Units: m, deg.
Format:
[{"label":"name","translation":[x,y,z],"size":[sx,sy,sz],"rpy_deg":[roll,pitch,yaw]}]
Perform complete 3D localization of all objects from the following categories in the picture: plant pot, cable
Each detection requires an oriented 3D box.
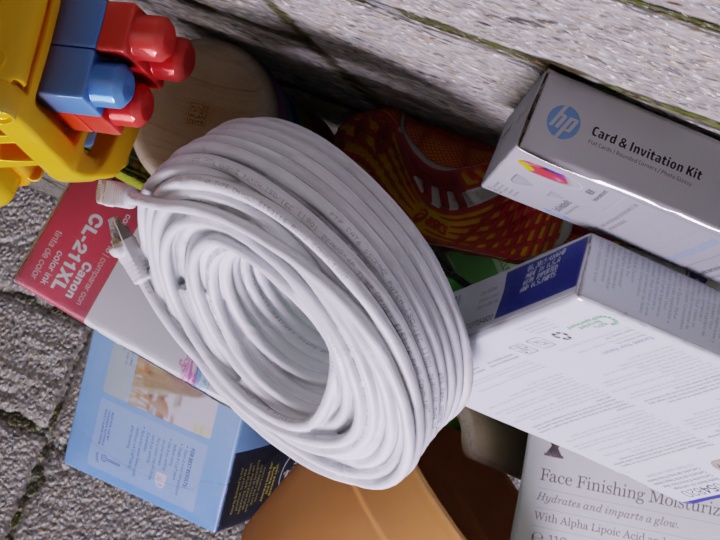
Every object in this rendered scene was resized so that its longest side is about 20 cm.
[{"label":"plant pot","translation":[0.020,0.178,1.570],"size":[0.200,0.140,0.200],"rpy_deg":[49,-167,-15]},{"label":"cable","translation":[-0.030,0.017,1.278],"size":[0.200,0.069,0.201],"rpy_deg":[-5,119,56]}]

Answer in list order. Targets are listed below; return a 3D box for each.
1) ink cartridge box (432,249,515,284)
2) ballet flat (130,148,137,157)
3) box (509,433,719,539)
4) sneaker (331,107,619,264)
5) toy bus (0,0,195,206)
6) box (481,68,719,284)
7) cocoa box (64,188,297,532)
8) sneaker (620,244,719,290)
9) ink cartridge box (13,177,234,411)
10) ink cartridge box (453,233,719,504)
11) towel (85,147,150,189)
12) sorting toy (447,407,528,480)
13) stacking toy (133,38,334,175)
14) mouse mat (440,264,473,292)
[{"label":"ink cartridge box","translation":[0.084,0.020,1.407],"size":[0.200,0.048,0.146],"rpy_deg":[42,167,41]},{"label":"ballet flat","translation":[-0.110,-0.090,1.533],"size":[0.073,0.073,0.200],"rpy_deg":[21,176,14]},{"label":"box","translation":[0.218,0.121,1.569],"size":[0.198,0.132,0.200],"rpy_deg":[10,-174,18]},{"label":"sneaker","translation":[0.056,-0.037,1.329],"size":[0.077,0.073,0.200],"rpy_deg":[9,-170,-44]},{"label":"toy bus","translation":[-0.174,-0.104,1.316],"size":[0.191,0.137,0.200],"rpy_deg":[7,165,16]},{"label":"box","translation":[0.158,-0.024,1.122],"size":[0.199,0.041,0.156],"rpy_deg":[22,175,-1]},{"label":"cocoa box","translation":[-0.094,0.052,1.676],"size":[0.133,0.201,0.131],"rpy_deg":[22,-163,25]},{"label":"sneaker","translation":[0.159,0.022,1.488],"size":[0.088,0.076,0.200],"rpy_deg":[22,177,-3]},{"label":"ink cartridge box","translation":[-0.093,0.024,1.472],"size":[0.199,0.083,0.146],"rpy_deg":[30,176,-1]},{"label":"ink cartridge box","translation":[0.144,0.055,1.283],"size":[0.199,0.041,0.199],"rpy_deg":[25,157,-21]},{"label":"towel","translation":[-0.133,-0.053,1.534],"size":[0.086,0.018,0.200],"rpy_deg":[33,176,-32]},{"label":"sorting toy","translation":[0.047,0.054,1.618],"size":[0.200,0.036,0.185],"rpy_deg":[56,-168,25]},{"label":"stacking toy","translation":[-0.058,-0.075,1.438],"size":[0.085,0.086,0.200],"rpy_deg":[21,-178,18]},{"label":"mouse mat","translation":[0.000,0.000,1.382],"size":[0.161,0.008,0.200],"rpy_deg":[32,167,-26]}]
